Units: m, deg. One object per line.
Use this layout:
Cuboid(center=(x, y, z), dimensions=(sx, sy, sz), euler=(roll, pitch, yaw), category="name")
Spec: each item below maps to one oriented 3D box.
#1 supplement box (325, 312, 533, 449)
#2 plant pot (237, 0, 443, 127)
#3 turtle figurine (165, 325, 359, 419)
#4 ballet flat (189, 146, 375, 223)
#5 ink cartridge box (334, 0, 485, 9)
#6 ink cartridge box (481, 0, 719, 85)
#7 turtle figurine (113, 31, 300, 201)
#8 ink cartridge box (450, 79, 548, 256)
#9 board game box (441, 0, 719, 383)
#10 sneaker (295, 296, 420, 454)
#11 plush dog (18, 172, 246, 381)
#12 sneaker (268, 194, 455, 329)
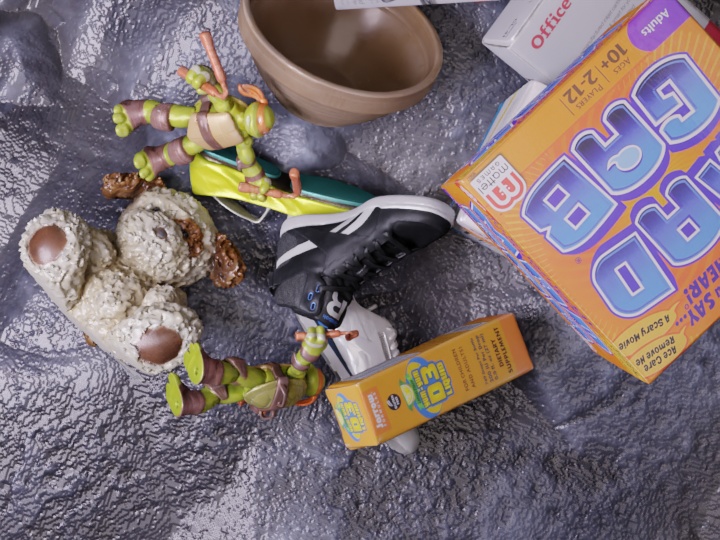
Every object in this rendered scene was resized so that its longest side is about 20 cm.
Cuboid(center=(0.069, 0.106, 1.148), dimensions=(0.200, 0.069, 0.067), euler=(-22, 93, -28), category="supplement box")
Cuboid(center=(-0.028, -0.205, 1.147), dimensions=(0.201, 0.201, 0.093), euler=(25, 134, -1), category="plant pot")
Cuboid(center=(-0.098, 0.110, 1.114), dimensions=(0.161, 0.200, 0.065), euler=(2, 64, -33), category="turtle figurine")
Cuboid(center=(-0.080, -0.073, 1.193), dimensions=(0.200, 0.067, 0.067), euler=(19, 113, 2), category="ballet flat")
Cuboid(center=(0.067, -0.307, 1.076), dimensions=(0.200, 0.116, 0.067), euler=(-1, 56, 11), category="ink cartridge box")
Cuboid(center=(0.243, -0.219, 1.149), dimensions=(0.200, 0.086, 0.148), euler=(36, 92, -18), category="ink cartridge box")
Cuboid(center=(-0.145, -0.141, 1.091), dimensions=(0.161, 0.200, 0.064), euler=(-4, 50, 24), category="turtle figurine")
Cuboid(center=(0.179, -0.076, 1.119), dimensions=(0.147, 0.200, 0.145), euler=(27, 91, -1), category="ink cartridge box")
Cuboid(center=(0.207, -0.063, 0.920), dimensions=(0.200, 0.200, 0.200), euler=(-43, 92, 2), category="board game box")
Cuboid(center=(0.012, 0.093, 1.190), dimensions=(0.080, 0.076, 0.200), euler=(-33, 93, -9), category="sneaker")
Cuboid(center=(-0.212, -0.004, 1.164), dimensions=(0.200, 0.160, 0.172), euler=(40, 72, 3), category="plush dog")
Cuboid(center=(0.000, 0.000, 1.103), dimensions=(0.200, 0.073, 0.112), euler=(-9, 62, 40), category="sneaker")
